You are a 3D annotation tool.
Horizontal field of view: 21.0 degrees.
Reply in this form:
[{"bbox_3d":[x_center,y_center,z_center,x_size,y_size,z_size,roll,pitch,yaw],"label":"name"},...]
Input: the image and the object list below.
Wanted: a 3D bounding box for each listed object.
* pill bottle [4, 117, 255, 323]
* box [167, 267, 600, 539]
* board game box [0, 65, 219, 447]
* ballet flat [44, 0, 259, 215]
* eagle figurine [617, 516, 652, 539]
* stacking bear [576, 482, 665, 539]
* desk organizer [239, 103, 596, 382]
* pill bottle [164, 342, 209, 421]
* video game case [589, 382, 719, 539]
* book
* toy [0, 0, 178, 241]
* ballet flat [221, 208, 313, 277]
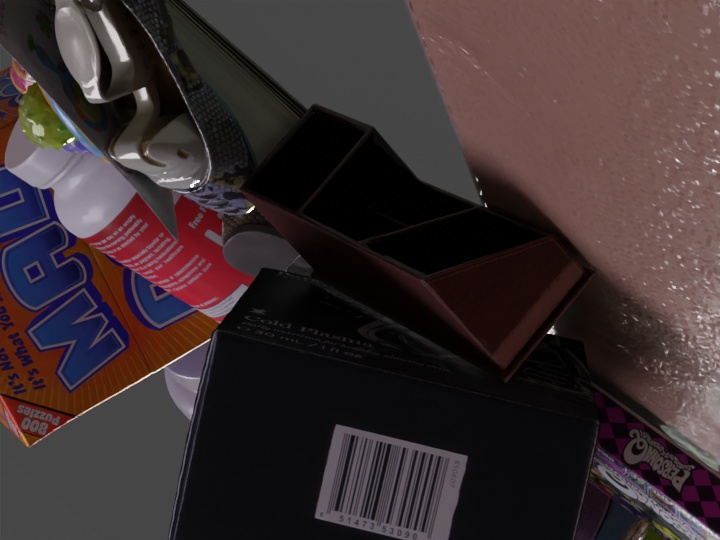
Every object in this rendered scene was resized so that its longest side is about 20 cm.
[{"bbox_3d":[-0.123,-0.051,1.250,0.199,0.113,0.112,32,176,-26],"label":"pill bottle"},{"bbox_3d":[0.017,0.091,1.041,0.198,0.125,0.197,13,-171,2],"label":"box"},{"bbox_3d":[-0.220,-0.030,1.383,0.200,0.199,0.201,20,138,64],"label":"board game box"},{"bbox_3d":[-0.119,-0.096,1.040,0.072,0.072,0.201,28,149,54],"label":"ballet flat"},{"bbox_3d":[0.084,0.161,1.303,0.199,0.152,0.151,34,-167,13],"label":"eagle figurine"},{"bbox_3d":[0.199,0.219,1.415,0.199,0.122,0.114,31,150,-7],"label":"stacking bear"},{"bbox_3d":[0.023,-0.020,1.012,0.077,0.072,0.200,47,169,-33],"label":"desk organizer"},{"bbox_3d":[-0.088,0.087,1.535,0.111,0.111,0.200,34,169,30],"label":"pill bottle"},{"bbox_3d":[0.194,0.140,1.237,0.200,0.036,0.181,37,173,18],"label":"video game case"},{"bbox_3d":[-0.111,-0.124,1.142,0.200,0.048,0.134,42,174,-13],"label":"book"},{"bbox_3d":[-0.174,-0.107,1.077,0.200,0.047,0.116,54,-163,-37],"label":"toy"},{"bbox_3d":[0.000,0.000,1.222,0.199,0.047,0.067,22,135,-25],"label":"ballet flat"}]
